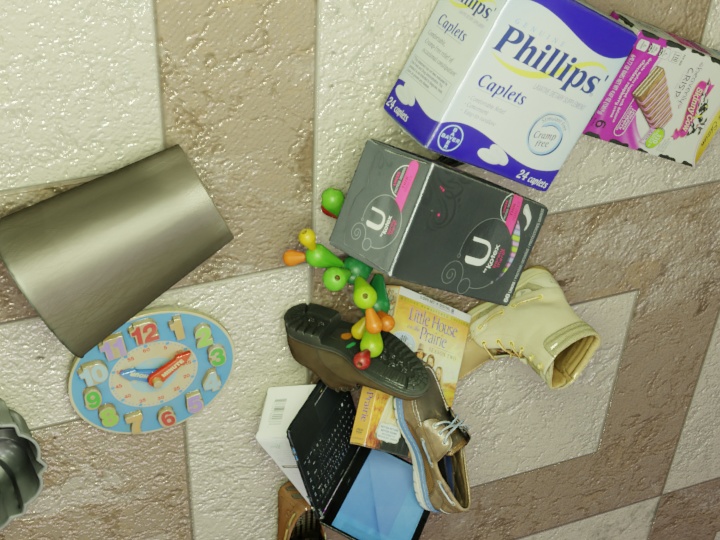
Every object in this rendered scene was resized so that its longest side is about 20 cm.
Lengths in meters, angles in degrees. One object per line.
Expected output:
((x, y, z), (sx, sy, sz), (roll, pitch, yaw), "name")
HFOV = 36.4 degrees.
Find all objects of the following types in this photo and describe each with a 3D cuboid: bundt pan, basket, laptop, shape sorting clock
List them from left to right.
((-0.459, 0.213, 1.224), (0.201, 0.076, 0.203), (-14, 130, -17), "bundt pan")
((-0.241, -0.031, 1.107), (0.199, 0.136, 0.181), (-32, 137, -5), "basket")
((-0.243, 0.123, 1.286), (0.199, 0.039, 0.201), (-14, 130, -16), "shape sorting clock")
((0.010, 0.229, 1.343), (0.103, 0.177, 0.201), (-7, 112, 23), "laptop")

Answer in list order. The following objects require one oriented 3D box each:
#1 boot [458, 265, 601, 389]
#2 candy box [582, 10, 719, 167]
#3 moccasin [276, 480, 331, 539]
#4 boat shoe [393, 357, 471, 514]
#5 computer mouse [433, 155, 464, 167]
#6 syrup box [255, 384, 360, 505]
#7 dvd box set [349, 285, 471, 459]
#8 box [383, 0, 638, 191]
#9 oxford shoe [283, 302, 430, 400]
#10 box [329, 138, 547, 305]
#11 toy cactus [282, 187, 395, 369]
((0.201, 0.106, 1.416), (0.200, 0.156, 0.073), (-40, 133, 7), "boot")
((0.352, -0.212, 1.304), (0.199, 0.061, 0.137), (9, 120, -32), "candy box")
((-0.076, 0.385, 1.551), (0.073, 0.078, 0.202), (-10, 130, -20), "moccasin")
((0.098, 0.201, 1.335), (0.072, 0.072, 0.201), (-27, 109, -40), "boat shoe")
((0.094, -0.047, 1.291), (0.140, 0.046, 0.201), (-30, 136, -29), "computer mouse")
((-0.054, 0.237, 1.426), (0.081, 0.079, 0.200), (-6, 138, 22), "syrup box")
((0.066, 0.134, 1.375), (0.146, 0.029, 0.201), (24, 76, -43), "dvd box set")
((0.159, -0.212, 1.169), (0.183, 0.105, 0.201), (15, 112, -35), "box")
((-0.002, 0.111, 1.305), (0.073, 0.199, 0.085), (-36, 139, -40), "oxford shoe")
((0.086, -0.049, 1.168), (0.199, 0.106, 0.123), (13, 101, -44), "box")
((0.000, 0.000, 1.259), (0.102, 0.201, 0.165), (-21, -176, 35), "toy cactus")
